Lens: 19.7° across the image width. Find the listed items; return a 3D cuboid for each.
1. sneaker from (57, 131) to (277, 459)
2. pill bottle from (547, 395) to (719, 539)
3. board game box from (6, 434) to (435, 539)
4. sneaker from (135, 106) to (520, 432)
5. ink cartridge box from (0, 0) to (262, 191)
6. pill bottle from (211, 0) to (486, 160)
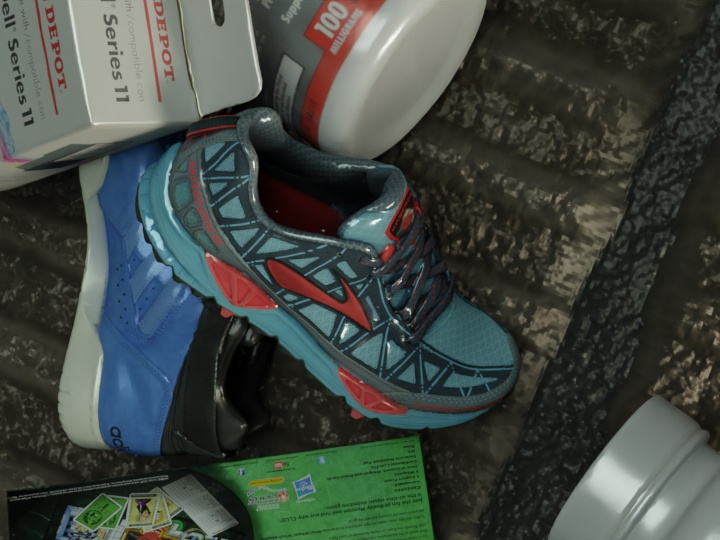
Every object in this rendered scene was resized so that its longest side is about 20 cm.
[{"bbox_3d":[-0.077,-0.010,0.992,0.110,0.077,0.202,6,87,19],"label":"sneaker"},{"bbox_3d":[0.182,0.145,0.885,0.199,0.111,0.112,37,94,16],"label":"pill bottle"},{"bbox_3d":[-0.062,0.140,0.959,0.198,0.024,0.106,-7,61,0],"label":"board game box"},{"bbox_3d":[0.000,0.000,0.923,0.199,0.080,0.095,31,136,-19],"label":"sneaker"},{"bbox_3d":[-0.139,-0.109,0.932,0.199,0.067,0.118,-14,84,44],"label":"ink cartridge box"},{"bbox_3d":[-0.048,-0.150,0.979,0.199,0.116,0.116,37,94,16],"label":"pill bottle"}]
